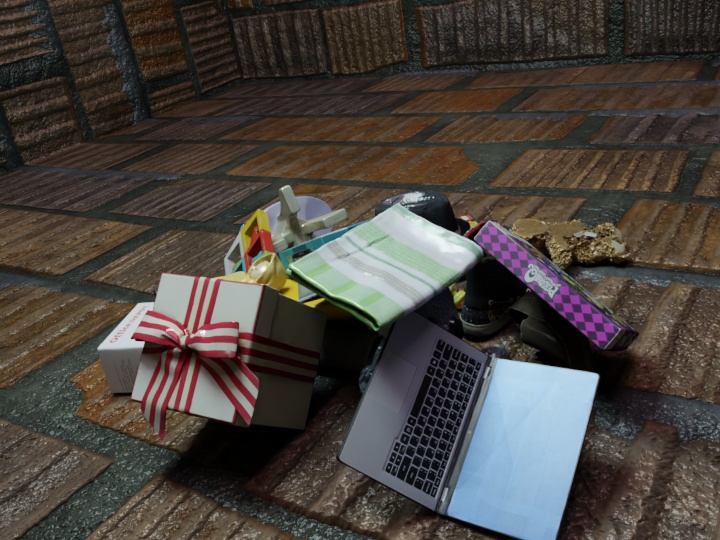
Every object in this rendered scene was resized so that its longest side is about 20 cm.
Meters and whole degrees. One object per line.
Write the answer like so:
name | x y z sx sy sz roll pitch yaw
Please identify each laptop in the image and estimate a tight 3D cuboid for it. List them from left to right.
laptop | 0.113 0.151 0.718 0.116 0.199 0.188 -35 26 61

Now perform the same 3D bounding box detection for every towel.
towel | 0.033 -0.012 0.805 0.149 0.031 0.200 28 40 31

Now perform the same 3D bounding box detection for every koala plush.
koala plush | 0.071 0.083 0.865 0.177 0.201 0.183 -29 30 -34

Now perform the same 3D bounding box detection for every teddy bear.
teddy bear | 0.363 -0.043 1.204 0.199 0.067 0.145 -4 34 -2

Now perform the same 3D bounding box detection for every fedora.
fedora | 0.097 -0.091 1.259 0.199 0.092 0.201 -9 24 4

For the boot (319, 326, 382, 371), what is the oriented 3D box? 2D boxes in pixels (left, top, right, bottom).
boot | -0.071 0.124 1.007 0.199 0.073 0.182 13 34 28

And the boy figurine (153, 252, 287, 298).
boy figurine | -0.202 0.031 1.045 0.199 0.065 0.124 -20 19 -18

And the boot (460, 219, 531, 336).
boot | 0.222 -0.007 1.050 0.073 0.155 0.203 21 38 41

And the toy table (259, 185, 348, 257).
toy table | -0.121 -0.072 1.320 0.200 0.184 0.117 -41 19 -19

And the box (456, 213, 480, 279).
box | 0.176 -0.043 1.286 0.136 0.040 0.200 -14 25 -5

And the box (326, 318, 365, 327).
box | 0.027 0.040 1.159 0.117 0.049 0.200 13 31 40

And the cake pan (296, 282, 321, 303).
cake pan | 0.000 0.000 0.949 0.199 0.037 0.200 -18 -3 -1

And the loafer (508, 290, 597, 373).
loafer | 0.257 0.093 0.945 0.071 0.073 0.200 -23 22 1

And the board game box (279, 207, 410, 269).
board game box | -0.025 -0.041 1.088 0.150 0.047 0.200 -19 3 -25

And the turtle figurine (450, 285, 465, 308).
turtle figurine | 0.122 0.006 1.123 0.161 0.064 0.200 42 56 4

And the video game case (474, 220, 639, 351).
video game case | 0.249 0.023 0.871 0.200 0.036 0.181 44 15 26

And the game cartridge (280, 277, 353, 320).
game cartridge | -0.055 0.035 1.096 0.199 0.033 0.176 -8 19 11

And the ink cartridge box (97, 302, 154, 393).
ink cartridge box | -0.276 0.113 1.072 0.199 0.085 0.146 -4 25 12

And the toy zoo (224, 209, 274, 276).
toy zoo | -0.199 -0.020 1.233 0.020 0.131 0.201 22 31 -30

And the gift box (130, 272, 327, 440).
gift box | -0.160 0.116 0.862 0.184 0.201 0.187 0 -16 27
